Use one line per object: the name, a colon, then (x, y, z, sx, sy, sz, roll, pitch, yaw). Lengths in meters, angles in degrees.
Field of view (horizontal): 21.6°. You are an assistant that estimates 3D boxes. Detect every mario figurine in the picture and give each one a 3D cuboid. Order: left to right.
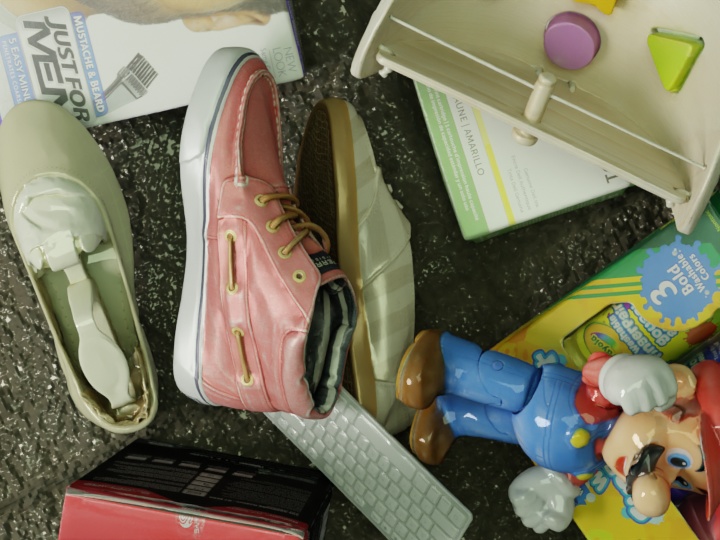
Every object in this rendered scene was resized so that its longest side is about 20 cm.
mario figurine: (0.115, 0.090, 0.978, 0.199, 0.123, 0.107, 8, 88, 21)

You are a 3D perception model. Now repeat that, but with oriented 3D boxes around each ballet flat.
ballet flat: (-0.157, 0.003, 1.068, 0.069, 0.070, 0.201, -17, 107, 2)

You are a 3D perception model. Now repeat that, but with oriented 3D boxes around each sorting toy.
sorting toy: (0.125, -0.151, 0.986, 0.199, 0.107, 0.181, 26, 121, 4)

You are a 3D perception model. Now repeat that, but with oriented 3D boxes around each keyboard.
keyboard: (-0.016, 0.089, 1.069, 0.200, 0.011, 0.056, 43, 134, 22)

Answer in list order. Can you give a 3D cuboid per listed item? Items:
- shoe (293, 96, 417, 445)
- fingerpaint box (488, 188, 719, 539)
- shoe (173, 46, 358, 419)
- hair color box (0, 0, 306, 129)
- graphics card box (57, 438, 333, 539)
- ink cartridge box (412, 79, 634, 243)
shoe: (0.000, 0.000, 1.096, 0.053, 0.070, 0.202, -5, 92, -26)
fingerpaint box: (0.187, 0.085, 1.055, 0.166, 0.073, 0.201, -36, 87, 17)
shoe: (-0.046, -0.019, 1.038, 0.090, 0.071, 0.202, 9, 99, 28)
hair color box: (-0.139, -0.144, 1.092, 0.199, 0.065, 0.110, -13, 102, 1)
graphics card box: (-0.083, 0.135, 1.022, 0.124, 0.200, 0.051, 9, 93, 2)
ink cartridge box: (0.133, -0.115, 1.097, 0.199, 0.048, 0.147, -18, 87, 5)
